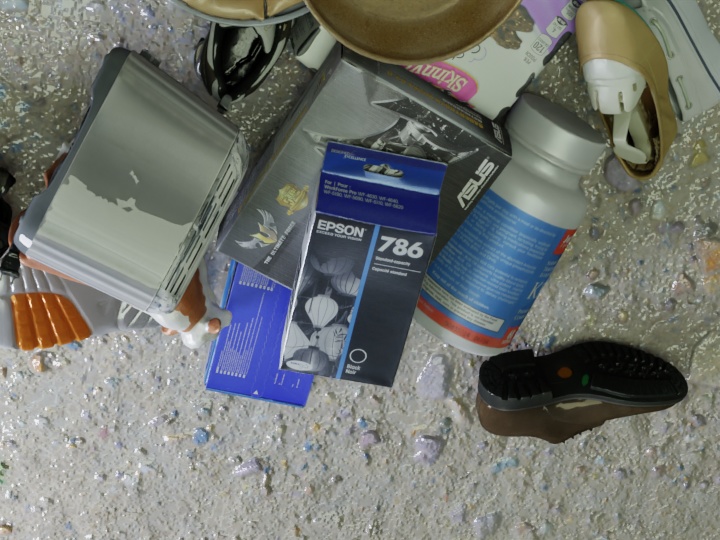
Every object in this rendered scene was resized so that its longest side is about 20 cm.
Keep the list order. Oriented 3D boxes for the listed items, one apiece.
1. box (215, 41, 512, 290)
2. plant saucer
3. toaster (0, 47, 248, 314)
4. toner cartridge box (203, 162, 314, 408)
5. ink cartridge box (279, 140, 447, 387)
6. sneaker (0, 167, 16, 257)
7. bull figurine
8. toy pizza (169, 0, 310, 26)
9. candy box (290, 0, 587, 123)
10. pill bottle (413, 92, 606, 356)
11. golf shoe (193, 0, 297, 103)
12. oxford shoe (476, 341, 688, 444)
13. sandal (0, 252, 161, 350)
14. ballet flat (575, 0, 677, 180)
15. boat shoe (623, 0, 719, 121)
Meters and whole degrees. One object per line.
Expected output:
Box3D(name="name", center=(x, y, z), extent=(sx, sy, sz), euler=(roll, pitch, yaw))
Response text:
Box3D(name="box", center=(0.001, -0.064, 1.084), extent=(0.157, 0.049, 0.201), euler=(27, 120, -18))
Box3D(name="plant saucer", center=(0.038, -0.251, 0.985), extent=(0.197, 0.035, 0.203), euler=(-6, 113, -15))
Box3D(name="toaster", center=(-0.169, -0.055, 1.016), extent=(0.128, 0.114, 0.202), euler=(28, 86, -10))
Box3D(name="toner cartridge box", center=(-0.068, 0.015, 1.183), extent=(0.094, 0.043, 0.202), euler=(12, 112, -12))
Box3D(name="ink cartridge box", center=(0.000, 0.000, 1.076), extent=(0.098, 0.039, 0.202), euler=(9, 124, -6))
Box3D(name="sneaker", center=(-0.351, -0.078, 1.087), extent=(0.114, 0.076, 0.200), euler=(-38, 117, 9))
Box3D(name="bull figurine", center=(-0.181, -0.019, 1.111), extent=(0.198, 0.123, 0.065), euler=(23, 155, -23))
Box3D(name="toy pizza", center=(-0.083, -0.280, 1.000), extent=(0.197, 0.032, 0.203), euler=(0, 86, -5))
Box3D(name="candy box", center=(0.068, -0.204, 1.082), extent=(0.167, 0.072, 0.200), euler=(35, 106, -22))
Box3D(name="pill bottle", center=(0.120, -0.040, 1.144), extent=(0.111, 0.113, 0.202), euler=(22, 111, -17))
Box3D(name="golf shoe", center=(-0.068, -0.217, 1.048), extent=(0.077, 0.095, 0.202), euler=(16, 110, -13))
Box3D(name="oxford shoe", center=(0.201, 0.116, 1.262), extent=(0.197, 0.073, 0.085), euler=(-1, 132, -5))
Box3D(name="sandal", center=(-0.239, 0.018, 1.158), extent=(0.204, 0.059, 0.080), euler=(-1, 112, -31))
Box3D(name="ballet flat", center=(0.214, -0.137, 1.091), extent=(0.068, 0.064, 0.200), euler=(7, 157, 30))
Box3D(name="boat shoe", center=(0.237, -0.199, 1.106), extent=(0.067, 0.074, 0.200), euler=(-39, 115, 9))
